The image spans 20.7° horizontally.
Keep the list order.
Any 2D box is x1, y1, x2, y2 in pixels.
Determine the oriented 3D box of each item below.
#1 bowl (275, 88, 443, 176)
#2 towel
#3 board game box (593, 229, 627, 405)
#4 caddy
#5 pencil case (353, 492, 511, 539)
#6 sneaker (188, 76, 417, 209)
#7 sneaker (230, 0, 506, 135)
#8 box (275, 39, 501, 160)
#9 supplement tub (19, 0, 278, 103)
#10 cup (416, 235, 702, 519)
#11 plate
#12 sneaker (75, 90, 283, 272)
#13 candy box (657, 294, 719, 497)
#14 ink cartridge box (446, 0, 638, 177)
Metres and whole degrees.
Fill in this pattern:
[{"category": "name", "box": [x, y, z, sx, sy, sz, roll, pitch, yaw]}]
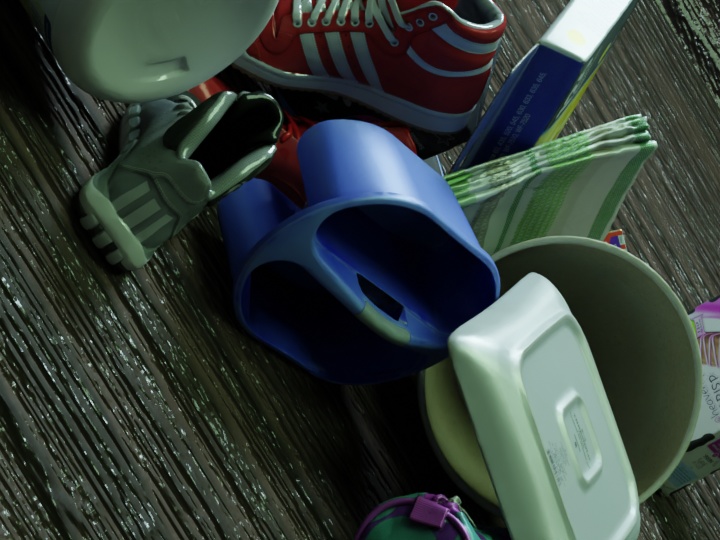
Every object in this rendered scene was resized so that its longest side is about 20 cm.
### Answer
[{"category": "bowl", "box": [0.002, -0.114, 1.549, 0.201, 0.039, 0.201, 49, 22, -27]}, {"category": "towel", "box": [0.109, -0.033, 1.397, 0.199, 0.150, 0.031, -19, 60, -26]}, {"category": "board game box", "box": [0.194, 0.070, 1.575, 0.200, 0.046, 0.153, 93, -15, -73]}, {"category": "caddy", "box": [0.000, 0.000, 1.237, 0.200, 0.141, 0.105, 35, 25, -48]}, {"category": "pencil case", "box": [0.072, 0.190, 1.214, 0.085, 0.093, 0.200, 30, 3, 29]}, {"category": "sneaker", "box": [-0.033, -0.092, 1.320, 0.200, 0.115, 0.079, 43, 25, -39]}, {"category": "sneaker", "box": [-0.003, -0.167, 1.279, 0.199, 0.113, 0.072, 16, 44, -12]}, {"category": "box", "box": [-0.005, -0.185, 1.401, 0.200, 0.114, 0.133, 53, 34, -28]}, {"category": "supplement tub", "box": [-0.148, -0.213, 1.144, 0.201, 0.145, 0.145, 56, 17, 27]}, {"category": "cup", "box": [0.128, 0.076, 1.410, 0.201, 0.200, 0.143, 57, -6, -5]}, {"category": "plate", "box": [0.127, 0.110, 1.245, 0.200, 0.032, 0.201, -30, 102, -66]}, {"category": "sneaker", "box": [-0.088, -0.074, 1.162, 0.075, 0.115, 0.200, 52, 21, -18]}, {"category": "candy box", "box": [0.333, 0.099, 1.806, 0.061, 0.199, 0.137, 39, 26, -44]}, {"category": "ink cartridge box", "box": [0.120, -0.110, 1.396, 0.047, 0.198, 0.200, 33, 45, 3]}]
